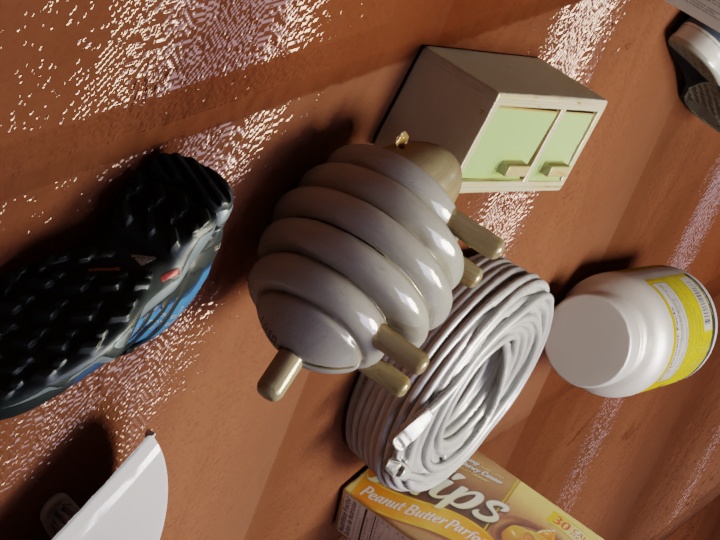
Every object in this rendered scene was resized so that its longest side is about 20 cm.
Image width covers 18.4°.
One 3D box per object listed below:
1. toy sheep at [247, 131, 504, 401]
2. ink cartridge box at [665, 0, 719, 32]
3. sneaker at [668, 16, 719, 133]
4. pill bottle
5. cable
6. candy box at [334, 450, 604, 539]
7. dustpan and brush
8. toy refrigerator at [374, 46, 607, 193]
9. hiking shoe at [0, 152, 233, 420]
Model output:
[{"bbox_3d":[0.000,0.000,1.358,0.200,0.137,0.138,-55,161,-27],"label":"toy sheep"},{"bbox_3d":[0.297,-0.255,1.605,0.084,0.146,0.200,-45,157,-23],"label":"ink cartridge box"},{"bbox_3d":[0.336,-0.195,1.871,0.146,0.077,0.202,-50,157,-7],"label":"sneaker"},{"bbox_3d":[0.237,0.054,1.976,0.200,0.111,0.112,-5,126,-63],"label":"pill bottle"},{"bbox_3d":[0.071,0.081,1.717,0.200,0.069,0.200,-53,160,-10],"label":"cable"},{"bbox_3d":[0.093,0.215,1.773,0.115,0.200,0.055,-37,151,-40],"label":"candy box"},{"bbox_3d":[-0.168,0.181,1.387,0.140,0.057,0.200,-47,150,-18],"label":"dustpan and brush"},{"bbox_3d":[0.094,-0.099,1.503,0.076,0.070,0.200,-62,159,15],"label":"toy refrigerator"},{"bbox_3d":[-0.137,0.026,1.179,0.200,0.074,0.087,-41,154,-34],"label":"hiking shoe"}]
